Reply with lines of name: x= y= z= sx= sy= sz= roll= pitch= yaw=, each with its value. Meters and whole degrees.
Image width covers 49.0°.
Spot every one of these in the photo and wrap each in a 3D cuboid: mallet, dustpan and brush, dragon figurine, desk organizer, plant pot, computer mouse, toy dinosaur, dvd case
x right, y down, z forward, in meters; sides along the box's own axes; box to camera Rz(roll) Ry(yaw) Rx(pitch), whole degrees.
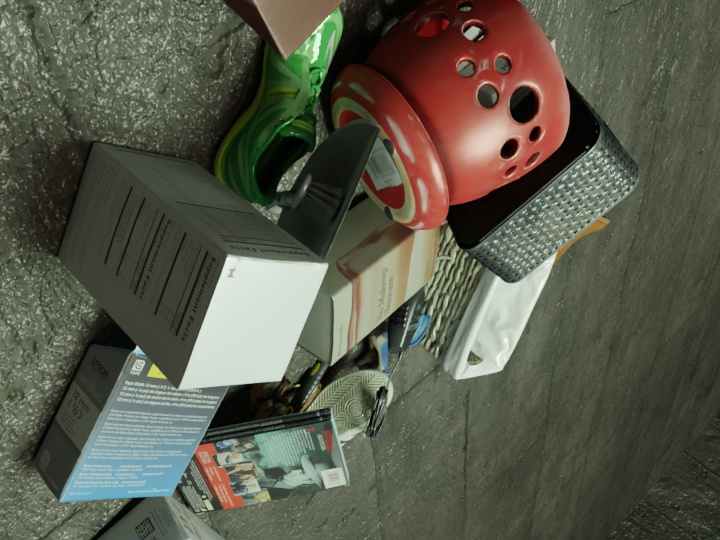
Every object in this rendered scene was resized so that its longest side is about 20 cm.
mallet: x=-0.029 y=0.100 z=0.933 sx=0.203 sy=0.065 sz=0.041 roll=-64 pitch=152 yaw=-23
dustpan and brush: x=-0.053 y=-0.064 z=0.729 sx=0.142 sy=0.056 sz=0.200 roll=-67 pitch=-170 yaw=-8
dragon figurine: x=0.053 y=0.063 z=1.053 sx=0.201 sy=0.059 sz=0.099 roll=-51 pitch=145 yaw=-5
desk organizer: x=-0.032 y=-0.282 z=0.666 sx=0.200 sy=0.071 sz=0.077 roll=-48 pitch=147 yaw=-10
plant pot: x=0.078 y=-0.159 z=0.792 sx=0.181 sy=0.200 sz=0.202 roll=-33 pitch=140 yaw=-16
computer mouse: x=0.035 y=0.109 z=0.975 sx=0.059 sy=0.033 sz=0.204 roll=10 pitch=98 yaw=-74
toy dinosaur: x=-0.115 y=0.194 z=0.960 sx=0.199 sy=0.060 sz=0.107 roll=-40 pitch=144 yaw=-20
dvd case: x=-0.118 y=0.225 z=0.922 sx=0.196 sy=0.022 sz=0.148 roll=-10 pitch=135 yaw=2

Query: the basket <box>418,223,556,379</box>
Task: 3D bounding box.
basket: x=0.160 y=0.029 z=1.098 sx=0.134 sy=0.123 sz=0.203 roll=-1 pitch=118 yaw=-48

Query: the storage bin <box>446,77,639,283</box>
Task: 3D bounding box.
storage bin: x=0.196 y=-0.103 z=0.905 sx=0.199 sy=0.137 sz=0.093 roll=-41 pitch=130 yaw=22

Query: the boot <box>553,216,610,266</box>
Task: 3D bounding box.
boot: x=0.304 y=-0.035 z=1.263 sx=0.197 sy=0.074 sz=0.157 roll=0 pitch=118 yaw=-36

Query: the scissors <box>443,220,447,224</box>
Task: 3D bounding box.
scissors: x=0.163 y=-0.104 z=0.998 sx=0.196 sy=0.014 sz=0.074 roll=-18 pitch=140 yaw=7

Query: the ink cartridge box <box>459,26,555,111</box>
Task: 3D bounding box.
ink cartridge box: x=0.181 y=-0.215 z=0.971 sx=0.115 sy=0.068 sz=0.201 roll=-43 pitch=143 yaw=-15

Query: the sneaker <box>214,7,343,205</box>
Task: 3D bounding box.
sneaker: x=-0.061 y=-0.150 z=0.726 sx=0.073 sy=0.083 sz=0.203 roll=11 pitch=109 yaw=-53

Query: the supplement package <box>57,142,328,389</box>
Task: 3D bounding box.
supplement package: x=-0.141 y=-0.007 z=0.645 sx=0.113 sy=0.199 sz=0.111 roll=5 pitch=115 yaw=-50

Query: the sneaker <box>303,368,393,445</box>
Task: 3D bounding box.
sneaker: x=-0.038 y=0.203 z=1.043 sx=0.199 sy=0.076 sz=0.085 roll=-37 pitch=161 yaw=2

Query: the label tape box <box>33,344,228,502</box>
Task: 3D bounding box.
label tape box: x=-0.212 y=0.126 z=0.789 sx=0.142 sy=0.066 sz=0.203 roll=18 pitch=101 yaw=-54

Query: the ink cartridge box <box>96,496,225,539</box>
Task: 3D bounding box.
ink cartridge box: x=-0.244 y=0.376 z=0.930 sx=0.175 sy=0.084 sz=0.201 roll=-39 pitch=142 yaw=-12

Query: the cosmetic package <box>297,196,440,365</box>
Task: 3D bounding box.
cosmetic package: x=0.000 y=0.000 z=0.889 sx=0.199 sy=0.086 sz=0.105 roll=-38 pitch=145 yaw=-38
